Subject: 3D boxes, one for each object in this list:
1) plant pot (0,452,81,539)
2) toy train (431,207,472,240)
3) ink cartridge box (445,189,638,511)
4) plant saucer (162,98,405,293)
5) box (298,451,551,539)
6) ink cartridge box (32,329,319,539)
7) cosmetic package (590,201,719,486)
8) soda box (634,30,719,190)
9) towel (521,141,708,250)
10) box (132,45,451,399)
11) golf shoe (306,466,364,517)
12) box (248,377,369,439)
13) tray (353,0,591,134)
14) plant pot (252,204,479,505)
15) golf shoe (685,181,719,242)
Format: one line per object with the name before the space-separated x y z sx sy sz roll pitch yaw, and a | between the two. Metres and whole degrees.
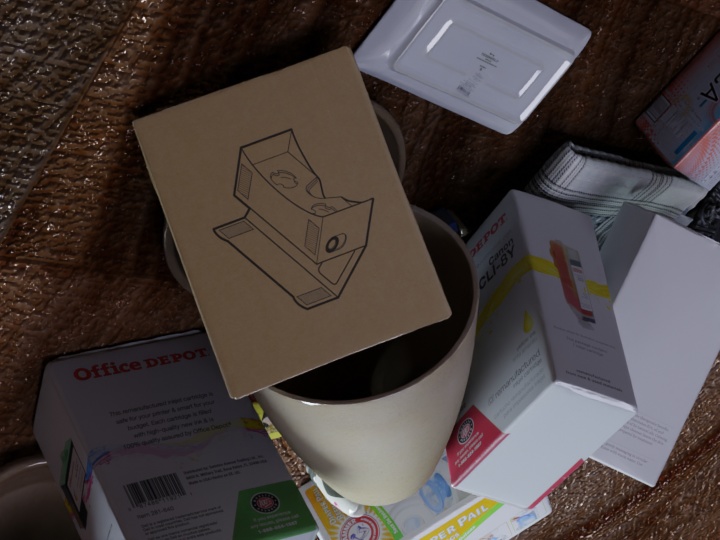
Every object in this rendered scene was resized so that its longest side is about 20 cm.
plant pot | -0.245 0.268 1.454 0.198 0.202 0.175 -14 157 -26
toy train | 0.000 0.000 1.456 0.199 0.034 0.046 -26 133 -13
ink cartridge box | 0.127 0.061 1.437 0.083 0.201 0.145 18 132 -26
plant saucer | -0.059 -0.057 1.348 0.198 0.030 0.201 -22 141 -19
box | 0.058 0.211 1.668 0.199 0.113 0.102 -31 143 -4
ink cartridge box | -0.143 0.154 1.372 0.144 0.201 0.084 -10 140 -30
cosmetic package | 0.227 0.058 1.486 0.107 0.085 0.201 26 92 -14
soda box | 0.323 -0.164 1.503 0.200 0.064 0.068 -47 142 17
towel | 0.187 -0.022 1.558 0.199 0.035 0.193 8 133 -42
box | -0.047 -0.034 1.248 0.162 0.202 0.021 -20 177 -8
golf shoe | 0.047 0.141 1.604 0.199 0.088 0.077 -33 142 -5
box | -0.025 0.084 1.495 0.198 0.075 0.050 -10 135 -29
tray | 0.089 -0.160 1.356 0.199 0.022 0.108 17 120 -47
plant pot | 0.002 0.082 1.364 0.186 0.188 0.201 -25 141 -13
golf shoe | 0.291 -0.009 1.651 0.077 0.094 0.202 23 91 -32
